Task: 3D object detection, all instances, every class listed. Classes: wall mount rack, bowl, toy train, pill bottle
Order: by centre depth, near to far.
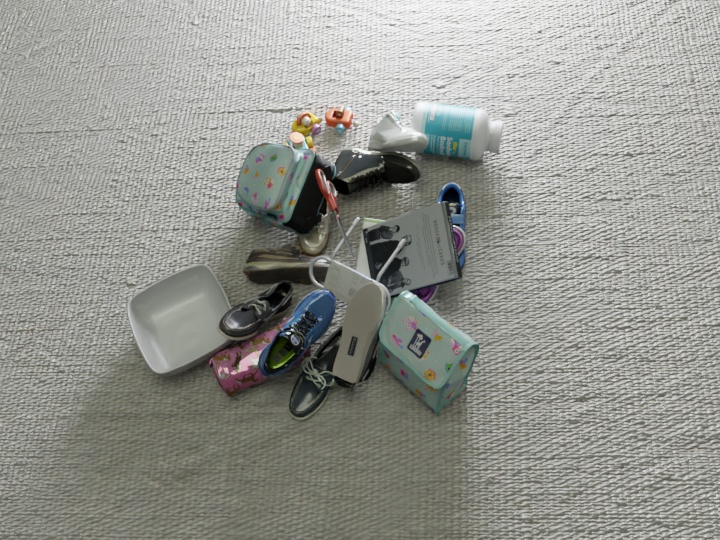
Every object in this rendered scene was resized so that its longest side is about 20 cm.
[{"bbox_3d":[0.000,0.000,1.576,0.198,0.074,0.176,26,108,27],"label":"wall mount rack"},{"bbox_3d":[-0.354,0.108,1.610,0.198,0.075,0.201,-26,63,-9],"label":"bowl"},{"bbox_3d":[0.212,-0.306,1.761,0.197,0.111,0.112,9,62,11],"label":"pill bottle"},{"bbox_3d":[-0.096,-0.316,1.817,0.148,0.056,0.202,15,58,16],"label":"toy train"}]

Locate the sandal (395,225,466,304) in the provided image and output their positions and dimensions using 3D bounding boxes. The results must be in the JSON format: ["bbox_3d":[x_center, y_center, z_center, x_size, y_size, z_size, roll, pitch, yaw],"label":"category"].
[{"bbox_3d":[0.134,-0.007,1.588,0.082,0.050,0.204,33,89,11],"label":"sandal"}]

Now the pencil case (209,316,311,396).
[{"bbox_3d":[-0.195,0.167,1.559,0.198,0.084,0.087,-27,32,-9],"label":"pencil case"}]

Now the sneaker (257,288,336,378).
[{"bbox_3d":[-0.113,0.121,1.487,0.078,0.089,0.201,39,83,-6],"label":"sneaker"}]

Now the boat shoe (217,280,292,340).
[{"bbox_3d":[-0.203,0.072,1.566,0.072,0.063,0.199,39,36,17],"label":"boat shoe"}]

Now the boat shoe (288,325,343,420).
[{"bbox_3d":[-0.075,0.195,1.543,0.074,0.062,0.201,33,70,17],"label":"boat shoe"}]

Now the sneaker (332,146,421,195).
[{"bbox_3d":[0.029,-0.201,1.735,0.197,0.075,0.107,11,50,22],"label":"sneaker"}]

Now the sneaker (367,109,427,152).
[{"bbox_3d":[0.077,-0.303,1.727,0.074,0.199,0.090,6,94,-32],"label":"sneaker"}]

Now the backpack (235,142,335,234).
[{"bbox_3d":[-0.176,-0.181,1.686,0.198,0.152,0.178,14,84,45],"label":"backpack"}]

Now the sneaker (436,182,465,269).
[{"bbox_3d":[0.185,-0.091,1.664,0.073,0.083,0.203,0,63,4],"label":"sneaker"}]

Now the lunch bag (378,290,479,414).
[{"bbox_3d":[0.123,0.143,1.470,0.170,0.201,0.122,40,63,22],"label":"lunch bag"}]

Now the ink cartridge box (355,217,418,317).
[{"bbox_3d":[0.061,0.002,1.647,0.143,0.048,0.204,9,86,11],"label":"ink cartridge box"}]

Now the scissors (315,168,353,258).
[{"bbox_3d":[-0.054,-0.116,1.583,0.014,0.073,0.202,-25,54,14],"label":"scissors"}]

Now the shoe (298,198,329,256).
[{"bbox_3d":[-0.099,-0.127,1.724,0.069,0.054,0.203,1,62,6],"label":"shoe"}]

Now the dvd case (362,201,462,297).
[{"bbox_3d":[0.099,-0.035,1.569,0.198,0.025,0.153,-16,78,33],"label":"dvd case"}]

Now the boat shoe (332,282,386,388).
[{"bbox_3d":[0.007,0.122,1.521,0.074,0.093,0.203,22,93,20],"label":"boat shoe"}]

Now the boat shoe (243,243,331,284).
[{"bbox_3d":[-0.145,-0.020,1.660,0.196,0.075,0.074,1,60,3],"label":"boat shoe"}]
